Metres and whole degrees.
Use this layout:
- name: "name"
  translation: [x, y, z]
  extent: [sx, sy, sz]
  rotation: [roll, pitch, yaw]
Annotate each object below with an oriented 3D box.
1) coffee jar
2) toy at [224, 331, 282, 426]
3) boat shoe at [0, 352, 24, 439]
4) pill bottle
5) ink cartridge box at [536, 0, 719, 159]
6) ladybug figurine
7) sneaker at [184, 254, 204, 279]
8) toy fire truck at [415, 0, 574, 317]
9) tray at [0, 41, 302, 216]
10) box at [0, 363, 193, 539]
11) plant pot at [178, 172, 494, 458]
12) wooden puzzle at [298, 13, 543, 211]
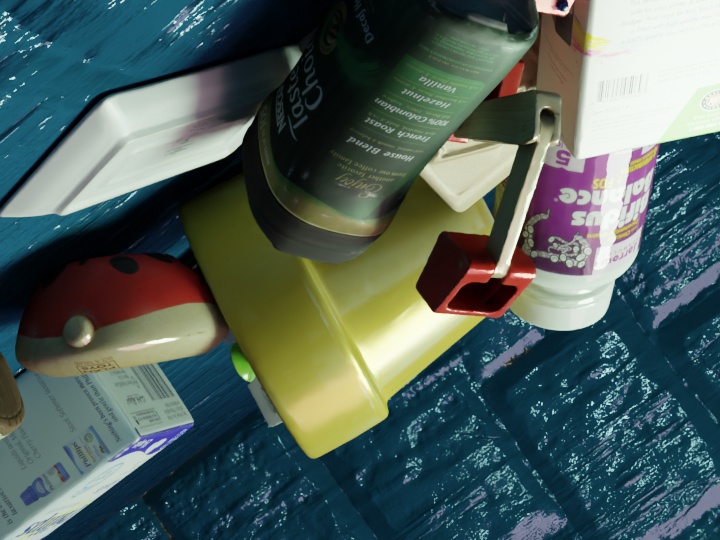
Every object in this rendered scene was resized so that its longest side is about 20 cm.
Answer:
- name: "coffee jar"
  translation: [0.008, -0.097, 0.872]
  extent: [0.085, 0.105, 0.200]
  rotation: [13, 135, -27]
- name: "toy"
  translation: [-0.014, 0.029, 1.260]
  extent: [0.200, 0.115, 0.047]
  rotation: [-28, 179, 21]
- name: "boat shoe"
  translation: [-0.270, 0.076, 0.971]
  extent: [0.075, 0.075, 0.202]
  rotation: [-23, 169, 5]
- name: "pill bottle"
  translation: [0.153, -0.058, 1.159]
  extent: [0.112, 0.112, 0.201]
  rotation: [-32, 140, -35]
- name: "ink cartridge box"
  translation: [0.170, -0.170, 0.924]
  extent: [0.117, 0.067, 0.200]
  rotation: [-12, 134, -13]
- name: "ladybug figurine"
  translation: [-0.158, 0.028, 1.061]
  extent: [0.135, 0.072, 0.200]
  rotation: [-9, 179, 4]
- name: "sneaker"
  translation: [-0.079, -0.015, 1.306]
  extent: [0.200, 0.075, 0.078]
  rotation: [-40, 170, 14]
- name: "toy fire truck"
  translation: [0.074, -0.089, 0.897]
  extent: [0.049, 0.141, 0.200]
  rotation: [5, 127, -31]
- name: "tray"
  translation: [-0.106, -0.076, 0.906]
  extent: [0.107, 0.022, 0.200]
  rotation: [-41, 172, 34]
- name: "box"
  translation: [-0.267, 0.154, 1.374]
  extent: [0.200, 0.105, 0.184]
  rotation: [-36, 174, 6]
- name: "plant pot"
  translation: [0.000, 0.000, 1.130]
  extent: [0.188, 0.201, 0.201]
  rotation: [-28, 174, -2]
- name: "wooden puzzle"
  translation: [0.080, -0.148, 0.983]
  extent: [0.185, 0.046, 0.200]
  rotation: [-39, 136, 10]
